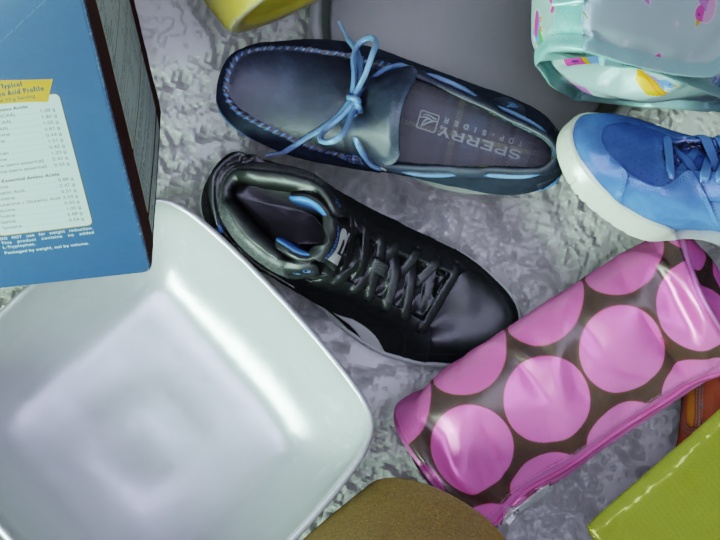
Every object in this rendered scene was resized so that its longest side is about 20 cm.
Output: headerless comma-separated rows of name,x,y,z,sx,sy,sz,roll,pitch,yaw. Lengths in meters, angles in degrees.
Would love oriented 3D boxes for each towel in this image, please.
towel,0.221,0.110,1.446,0.200,0.018,0.086,-39,96,-12

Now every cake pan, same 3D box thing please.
cake pan,0.069,-0.143,1.502,0.198,0.037,0.202,0,89,-4

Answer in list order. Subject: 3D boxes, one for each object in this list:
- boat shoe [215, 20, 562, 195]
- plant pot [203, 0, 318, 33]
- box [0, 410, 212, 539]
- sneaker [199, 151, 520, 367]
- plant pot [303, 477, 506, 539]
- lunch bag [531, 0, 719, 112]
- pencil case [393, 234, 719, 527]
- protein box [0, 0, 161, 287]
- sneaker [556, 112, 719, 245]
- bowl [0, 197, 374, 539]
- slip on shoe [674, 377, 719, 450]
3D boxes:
boat shoe,0.020,-0.092,1.445,0.198,0.069,0.085,7,88,-4
plant pot,-0.058,-0.242,1.411,0.200,0.201,0.190,-28,87,-4
box,-0.196,0.153,1.479,0.198,0.036,0.144,15,88,-5
sneaker,0.000,0.000,1.457,0.199,0.112,0.073,25,88,-3
plant pot,0.000,0.216,1.390,0.186,0.186,0.201,32,63,-2
lunch bag,0.148,-0.177,1.382,0.121,0.200,0.172,7,87,19
pencil case,0.121,0.062,1.458,0.199,0.091,0.094,-36,67,8
protein box,-0.220,-0.106,1.373,0.197,0.135,0.201,-6,133,4
sneaker,0.211,-0.058,1.397,0.199,0.111,0.077,23,47,-18
bowl,-0.116,0.089,1.436,0.200,0.075,0.200,-42,85,-16
slip on shoe,0.210,0.087,1.499,0.061,0.074,0.201,29,98,41
